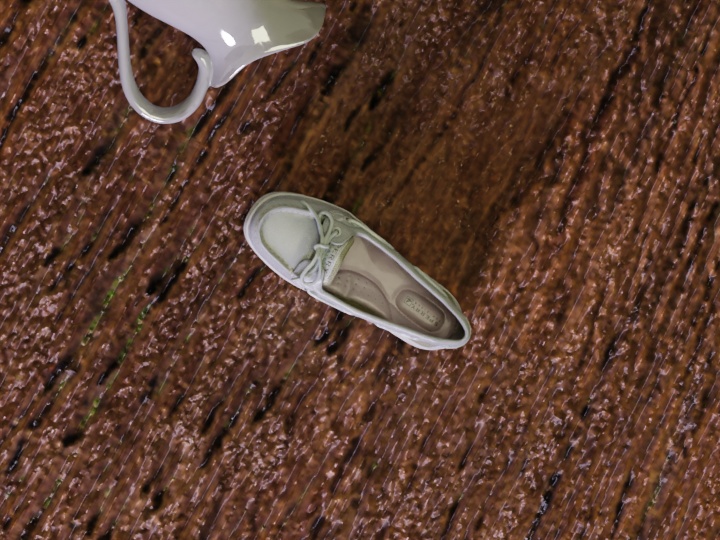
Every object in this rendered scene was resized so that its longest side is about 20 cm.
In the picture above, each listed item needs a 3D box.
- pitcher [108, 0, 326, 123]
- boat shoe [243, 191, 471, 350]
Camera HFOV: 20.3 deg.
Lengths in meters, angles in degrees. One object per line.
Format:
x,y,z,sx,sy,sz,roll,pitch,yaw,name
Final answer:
-0.151,-0.225,1.546,0.171,0.121,0.200,-38,112,8,pitcher
0.000,0.002,1.611,0.202,0.065,0.075,34,86,-12,boat shoe
